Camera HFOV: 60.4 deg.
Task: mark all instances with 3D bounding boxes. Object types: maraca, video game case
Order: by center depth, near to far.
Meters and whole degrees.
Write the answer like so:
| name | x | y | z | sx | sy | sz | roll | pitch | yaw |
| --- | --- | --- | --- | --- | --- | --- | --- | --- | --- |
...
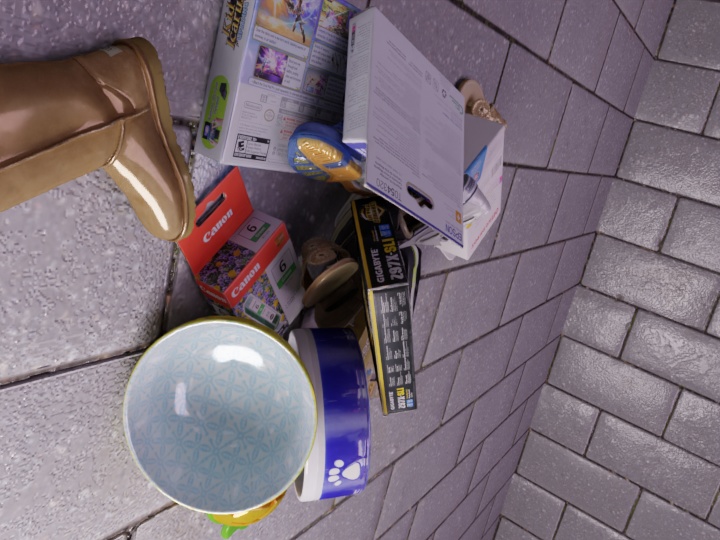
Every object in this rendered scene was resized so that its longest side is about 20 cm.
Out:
| name | x | y | z | sx | sy | sz | roll | pitch | yaw |
| --- | --- | --- | --- | --- | --- | --- | --- | --- | --- |
| video game case | -0.072 | -0.200 | 0.647 | 0.198 | 0.045 | 0.187 | -7 | 116 | -59 |
| maraca | -0.142 | 0.267 | 0.789 | 0.136 | 0.106 | 0.204 | -37 | 148 | -32 |

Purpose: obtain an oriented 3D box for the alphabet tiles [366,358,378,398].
| name | x | y | z | sx | sy | sz | roll | pitch | yaw |
| --- | --- | --- | --- | --- | --- | --- | --- | --- | --- |
| alphabet tiles | 0.019 | 0.145 | 1.084 | 0.199 | 0.007 | 0.172 | 18 | 93 | -62 |

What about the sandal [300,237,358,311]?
| name | x | y | z | sx | sy | sz | roll | pitch | yaw |
| --- | --- | --- | --- | --- | --- | --- | --- | --- | --- |
| sandal | -0.048 | -0.002 | 0.744 | 0.077 | 0.071 | 0.212 | -34 | 169 | -3 |

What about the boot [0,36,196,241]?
| name | x | y | z | sx | sy | sz | roll | pitch | yaw |
| --- | --- | --- | --- | --- | --- | --- | --- | --- | --- |
| boot | -0.226 | -0.069 | 0.456 | 0.199 | 0.065 | 0.181 | -38 | 128 | -44 |

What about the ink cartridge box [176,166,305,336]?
| name | x | y | z | sx | sy | sz | roll | pitch | yaw |
| --- | --- | --- | --- | --- | --- | --- | --- | --- | --- |
| ink cartridge box | -0.123 | -0.001 | 0.688 | 0.110 | 0.049 | 0.203 | -52 | 149 | -28 |

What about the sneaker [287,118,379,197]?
| name | x | y | z | sx | sy | sz | roll | pitch | yaw |
| --- | --- | --- | --- | --- | --- | --- | --- | --- | --- |
| sneaker | -0.015 | -0.142 | 0.688 | 0.198 | 0.073 | 0.092 | 10 | 85 | -63 |

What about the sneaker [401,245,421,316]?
| name | x | y | z | sx | sy | sz | roll | pitch | yaw |
| --- | --- | --- | --- | --- | --- | --- | --- | --- | --- |
| sneaker | 0.073 | 0.047 | 1.035 | 0.082 | 0.070 | 0.207 | -13 | 117 | -59 |

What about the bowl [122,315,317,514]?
| name | x | y | z | sx | sy | sz | roll | pitch | yaw |
| --- | --- | --- | --- | --- | --- | --- | --- | --- | --- |
| bowl | -0.139 | 0.138 | 0.661 | 0.108 | 0.194 | 0.206 | -92 | -160 | -80 |

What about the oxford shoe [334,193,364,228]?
| name | x | y | z | sx | sy | sz | roll | pitch | yaw |
| --- | --- | --- | --- | --- | --- | --- | --- | --- | --- |
| oxford shoe | 0.024 | -0.131 | 0.852 | 0.202 | 0.057 | 0.076 | -54 | 153 | -14 |

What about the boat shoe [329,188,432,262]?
| name | x | y | z | sx | sy | sz | roll | pitch | yaw |
| --- | --- | --- | --- | --- | --- | --- | --- | --- | --- |
| boat shoe | 0.044 | -0.068 | 0.793 | 0.198 | 0.065 | 0.073 | -40 | 138 | 7 |

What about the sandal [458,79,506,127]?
| name | x | y | z | sx | sy | sz | roll | pitch | yaw |
| --- | --- | --- | --- | --- | --- | --- | --- | --- | --- |
| sandal | 0.228 | -0.256 | 1.090 | 0.079 | 0.068 | 0.212 | -61 | 151 | -11 |

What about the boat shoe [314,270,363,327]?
| name | x | y | z | sx | sy | sz | roll | pitch | yaw |
| --- | --- | --- | --- | --- | --- | --- | --- | --- | --- |
| boat shoe | 0.000 | 0.000 | 0.884 | 0.205 | 0.070 | 0.065 | -65 | 163 | -11 |

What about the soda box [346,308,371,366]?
| name | x | y | z | sx | sy | sz | roll | pitch | yaw |
| --- | --- | --- | --- | --- | --- | --- | --- | --- | --- |
| soda box | -0.009 | 0.087 | 0.932 | 0.204 | 0.066 | 0.064 | -63 | 151 | -10 |

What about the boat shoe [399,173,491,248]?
| name | x | y | z | sx | sy | sz | roll | pitch | yaw |
| --- | --- | --- | --- | --- | --- | --- | --- | --- | --- |
| boat shoe | 0.105 | -0.065 | 0.908 | 0.065 | 0.198 | 0.075 | 43 | 53 | -17 |

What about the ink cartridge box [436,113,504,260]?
| name | x | y | z | sx | sy | sz | roll | pitch | yaw |
| --- | --- | --- | --- | --- | --- | --- | --- | --- | --- |
| ink cartridge box | 0.147 | -0.130 | 0.994 | 0.129 | 0.123 | 0.204 | -48 | 147 | -30 |

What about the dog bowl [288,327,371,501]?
| name | x | y | z | sx | sy | sz | roll | pitch | yaw |
| --- | --- | --- | --- | --- | --- | --- | --- | --- | --- |
| dog bowl | -0.045 | 0.175 | 0.771 | 0.076 | 0.202 | 0.206 | -1 | 119 | -13 |

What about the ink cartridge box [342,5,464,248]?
| name | x | y | z | sx | sy | sz | roll | pitch | yaw |
| --- | --- | --- | --- | --- | --- | --- | --- | --- | --- |
| ink cartridge box | 0.054 | -0.147 | 0.687 | 0.194 | 0.042 | 0.207 | 25 | 63 | -48 |

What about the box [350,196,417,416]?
| name | x | y | z | sx | sy | sz | roll | pitch | yaw |
| --- | --- | --- | --- | --- | --- | --- | --- | --- | --- |
| box | 0.028 | 0.041 | 0.735 | 0.162 | 0.048 | 0.204 | -99 | -179 | -50 |
